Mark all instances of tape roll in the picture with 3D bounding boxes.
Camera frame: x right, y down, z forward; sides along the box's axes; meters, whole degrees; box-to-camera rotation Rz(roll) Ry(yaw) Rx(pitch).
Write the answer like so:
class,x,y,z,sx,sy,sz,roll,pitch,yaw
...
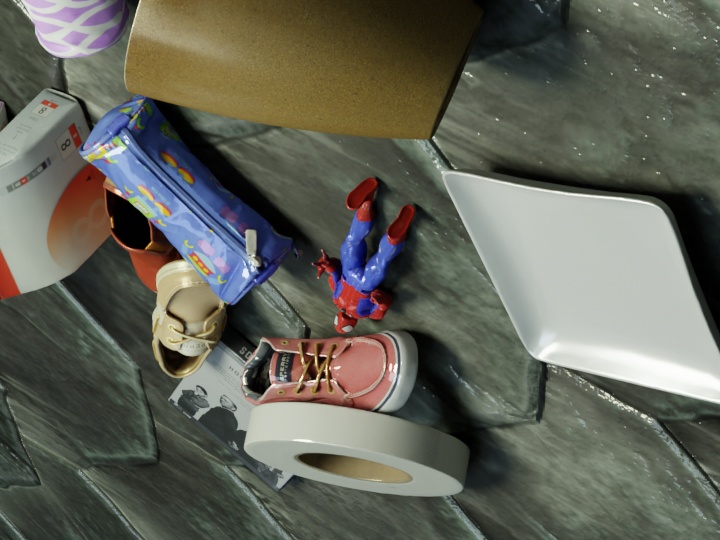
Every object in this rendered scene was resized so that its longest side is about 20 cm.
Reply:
class,x,y,z,sx,sy,sz,roll,pitch,yaw
tape roll,-0.003,0.160,1.842,0.203,0.037,0.203,9,165,3

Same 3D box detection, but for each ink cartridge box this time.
class,x,y,z,sx,sy,sz,roll,pitch,yaw
ink cartridge box,-0.304,-0.039,1.842,0.050,0.200,0.162,21,147,27

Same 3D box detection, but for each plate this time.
class,x,y,z,sx,sy,sz,roll,pitch,yaw
plate,0.173,0.004,1.500,0.200,0.032,0.200,12,142,42

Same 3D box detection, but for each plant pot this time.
class,x,y,z,sx,sy,sz,roll,pitch,yaw
plant pot,-0.028,-0.165,1.370,0.200,0.186,0.186,24,151,3

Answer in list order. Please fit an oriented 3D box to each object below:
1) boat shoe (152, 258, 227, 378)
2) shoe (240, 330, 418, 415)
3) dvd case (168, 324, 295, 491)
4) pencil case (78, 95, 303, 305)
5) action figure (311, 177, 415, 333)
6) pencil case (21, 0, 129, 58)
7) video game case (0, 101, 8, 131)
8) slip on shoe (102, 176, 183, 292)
class,x,y,z,sx,sy,sz,roll,pitch,yaw
boat shoe,-0.152,0.046,1.897,0.074,0.069,0.200,-2,160,-9
shoe,-0.030,0.090,1.796,0.091,0.072,0.200,7,168,-25
dvd case,-0.107,0.139,2.050,0.150,0.025,0.200,40,152,0
pencil case,-0.144,-0.059,1.747,0.200,0.078,0.087,46,169,-11
action figure,0.000,0.000,1.694,0.065,0.052,0.200,32,154,10
pencil case,-0.233,-0.254,1.575,0.200,0.084,0.086,81,168,-48
video game case,-0.366,-0.030,1.942,0.036,0.200,0.181,11,146,6
slip on shoe,-0.196,-0.038,1.863,0.074,0.061,0.200,28,152,18
